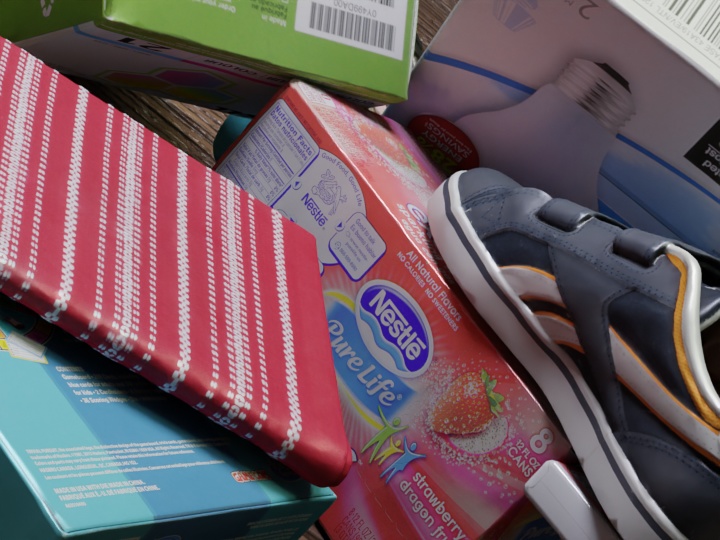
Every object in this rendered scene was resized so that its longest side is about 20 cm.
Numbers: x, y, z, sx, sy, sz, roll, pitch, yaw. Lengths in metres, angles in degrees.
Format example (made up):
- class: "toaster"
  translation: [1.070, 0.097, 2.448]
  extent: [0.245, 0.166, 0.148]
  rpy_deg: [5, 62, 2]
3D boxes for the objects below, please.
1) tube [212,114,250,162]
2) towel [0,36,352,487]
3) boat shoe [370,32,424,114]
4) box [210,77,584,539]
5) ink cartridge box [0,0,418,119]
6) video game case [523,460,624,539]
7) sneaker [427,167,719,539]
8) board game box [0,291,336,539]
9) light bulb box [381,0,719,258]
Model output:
- class: "tube"
  translation: [0.000, 0.000, 0.865]
  extent: [0.200, 0.050, 0.078]
  rpy_deg: [54, -19, 31]
- class: "towel"
  translation: [-0.087, -0.015, 0.622]
  extent: [0.200, 0.022, 0.145]
  rpy_deg: [33, 22, -24]
- class: "boat shoe"
  translation: [0.009, -0.040, 0.950]
  extent: [0.076, 0.074, 0.200]
  rpy_deg: [64, 14, -55]
- class: "box"
  translation: [0.017, 0.032, 0.751]
  extent: [0.095, 0.103, 0.200]
  rpy_deg: [15, 32, -54]
- class: "ink cartridge box"
  translation: [-0.091, -0.111, 0.822]
  extent: [0.148, 0.076, 0.200]
  rpy_deg: [11, -10, -36]
- class: "video game case"
  translation: [0.148, 0.137, 0.688]
  extent: [0.143, 0.017, 0.200]
  rpy_deg: [50, 14, 31]
- class: "sneaker"
  translation: [0.097, 0.018, 0.672]
  extent: [0.078, 0.079, 0.200]
  rpy_deg: [23, 27, -45]
- class: "board game box"
  translation: [-0.116, 0.016, 0.601]
  extent: [0.200, 0.047, 0.151]
  rpy_deg: [50, 19, 21]
- class: "light bulb box"
  translation: [0.129, -0.069, 0.819]
  extent: [0.198, 0.200, 0.125]
  rpy_deg: [38, 57, 1]
